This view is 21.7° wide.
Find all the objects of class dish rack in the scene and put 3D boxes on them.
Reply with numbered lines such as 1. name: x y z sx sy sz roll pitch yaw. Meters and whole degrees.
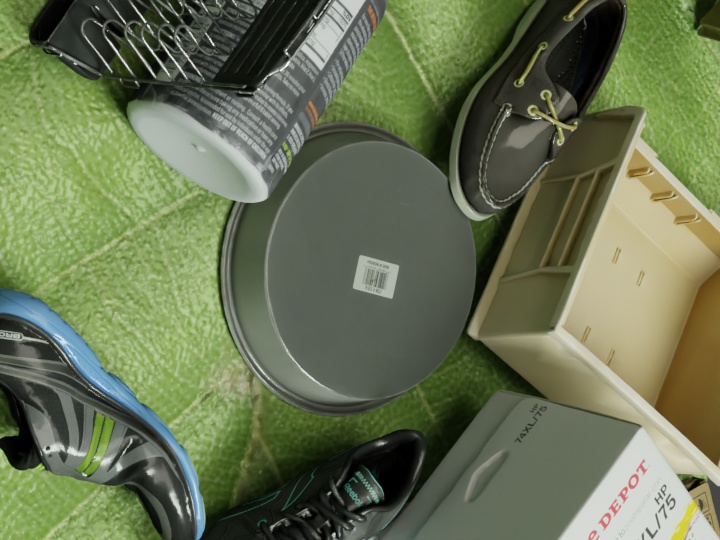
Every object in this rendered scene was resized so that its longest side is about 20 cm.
1. dish rack: -0.089 -0.172 1.105 0.055 0.200 0.154 44 69 -38

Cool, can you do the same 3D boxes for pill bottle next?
1. pill bottle: -0.052 -0.150 1.182 0.106 0.106 0.200 42 70 -28

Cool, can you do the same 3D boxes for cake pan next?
1. cake pan: 0.000 0.000 1.267 0.200 0.037 0.201 -2 94 -34

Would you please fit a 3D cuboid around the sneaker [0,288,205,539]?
1. sneaker: -0.172 0.099 1.142 0.200 0.071 0.083 47 73 -21

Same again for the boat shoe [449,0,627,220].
1. boat shoe: 0.126 -0.121 1.313 0.072 0.060 0.202 46 58 -31

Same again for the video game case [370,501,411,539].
1. video game case: -0.007 0.267 1.285 0.182 0.023 0.201 -6 96 -34

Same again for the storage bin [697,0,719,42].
1. storage bin: 0.267 -0.262 1.342 0.094 0.199 0.200 -41 114 -7

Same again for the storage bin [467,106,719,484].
1. storage bin: 0.203 0.017 1.351 0.200 0.094 0.199 40 63 -29

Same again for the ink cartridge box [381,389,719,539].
1. ink cartridge box: 0.145 0.207 1.277 0.147 0.146 0.200 -50 123 -21

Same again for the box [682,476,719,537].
1. box: 0.228 0.283 1.446 0.163 0.021 0.201 -24 106 -31

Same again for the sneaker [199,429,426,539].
1. sneaker: -0.033 0.159 1.209 0.200 0.079 0.075 -35 83 -39
